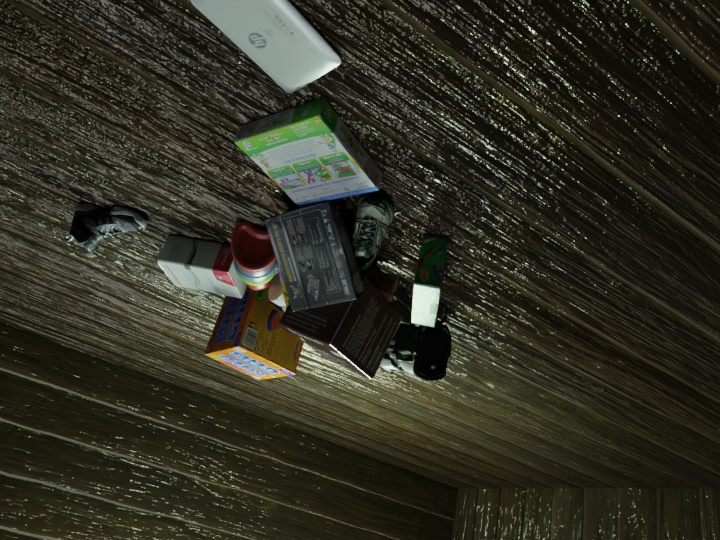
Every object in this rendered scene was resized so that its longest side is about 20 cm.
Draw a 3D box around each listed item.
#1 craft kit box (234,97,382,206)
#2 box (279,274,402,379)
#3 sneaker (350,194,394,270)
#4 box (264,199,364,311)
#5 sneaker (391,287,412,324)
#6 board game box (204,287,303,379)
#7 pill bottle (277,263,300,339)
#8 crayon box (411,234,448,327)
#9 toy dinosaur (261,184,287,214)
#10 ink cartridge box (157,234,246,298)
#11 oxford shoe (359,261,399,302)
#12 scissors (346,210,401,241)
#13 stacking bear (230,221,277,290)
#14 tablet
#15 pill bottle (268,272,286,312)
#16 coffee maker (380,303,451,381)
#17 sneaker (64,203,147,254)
[{"bbox_3d":[-0.091,-0.202,1.036,0.197,0.049,0.197,-6,149,34],"label":"craft kit box"},{"bbox_3d":[-0.039,0.111,1.294,0.164,0.166,0.200,16,160,39],"label":"box"},{"bbox_3d":[0.020,-0.073,1.159,0.077,0.086,0.201,15,145,6],"label":"sneaker"},{"bbox_3d":[-0.093,-0.028,1.168,0.156,0.048,0.203,-12,100,27],"label":"box"},{"bbox_3d":[0.048,0.077,1.473,0.199,0.077,0.115,32,158,-14],"label":"sneaker"},{"bbox_3d":[-0.293,0.179,1.667,0.199,0.203,0.198,33,147,-31],"label":"board game box"},{"bbox_3d":[-0.132,0.064,1.381,0.102,0.104,0.203,2,116,22],"label":"pill bottle"},{"bbox_3d":[0.150,0.027,1.259,0.057,0.121,0.201,10,153,9],"label":"crayon box"},{"bbox_3d":[-0.147,-0.094,1.244,0.104,0.061,0.201,9,152,13],"label":"toy dinosaur"},{"bbox_3d":[-0.404,-0.010,1.500,0.196,0.085,0.146,10,153,9],"label":"ink cartridge box"},{"bbox_3d":[0.000,0.000,1.357,0.197,0.074,0.071,26,-172,10],"label":"oxford shoe"},{"bbox_3d":[0.024,-0.086,1.228,0.198,0.014,0.073,-13,134,37],"label":"scissors"},{"bbox_3d":[-0.251,-0.015,1.398,0.119,0.116,0.201,15,157,-1],"label":"stacking bear"},{"bbox_3d":[-0.134,-0.343,0.826,0.129,0.014,0.199,-12,142,42],"label":"tablet"},{"bbox_3d":[-0.138,0.082,1.511,0.199,0.111,0.109,34,147,-33],"label":"pill bottle"},{"bbox_3d":[0.146,0.187,1.536,0.134,0.194,0.199,35,164,-24],"label":"coffee maker"},{"bbox_3d":[-0.629,-0.096,1.417,0.196,0.115,0.076,8,153,12],"label":"sneaker"}]
